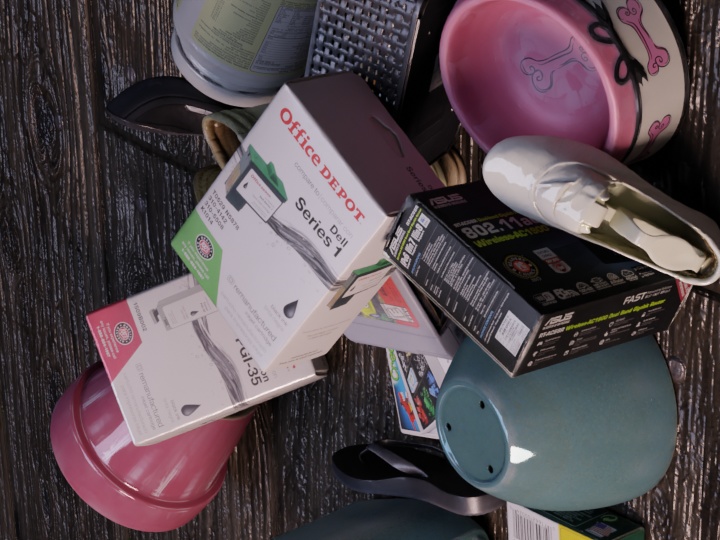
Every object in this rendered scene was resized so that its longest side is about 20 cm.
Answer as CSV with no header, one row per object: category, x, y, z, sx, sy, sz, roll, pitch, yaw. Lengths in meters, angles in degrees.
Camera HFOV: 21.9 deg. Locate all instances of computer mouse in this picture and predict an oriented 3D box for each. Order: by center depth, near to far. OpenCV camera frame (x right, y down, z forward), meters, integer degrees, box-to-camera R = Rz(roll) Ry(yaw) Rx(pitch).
computer mouse,-0.148,-0.165,1.767,0.140,0.200,0.046,-129,49,-60

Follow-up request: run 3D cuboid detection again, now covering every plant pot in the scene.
plant pot,0.141,0.114,1.533,0.200,0.135,0.200,28,126,47
plant pot,0.031,0.320,1.744,0.200,0.196,0.196,-20,88,47
plant pot,-0.206,0.155,2.010,0.179,0.200,0.200,-44,67,37

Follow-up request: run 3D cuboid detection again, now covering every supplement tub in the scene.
supplement tub,-0.085,-0.257,1.674,0.145,0.145,0.200,57,143,21

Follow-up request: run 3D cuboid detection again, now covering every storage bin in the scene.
storage bin,0.030,-0.180,1.533,0.094,0.135,0.200,27,127,20

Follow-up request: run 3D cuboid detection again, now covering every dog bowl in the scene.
dog bowl,0.145,-0.152,1.412,0.200,0.074,0.200,29,139,29

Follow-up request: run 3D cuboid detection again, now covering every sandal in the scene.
sandal,0.056,0.183,1.745,0.200,0.076,0.043,7,112,42

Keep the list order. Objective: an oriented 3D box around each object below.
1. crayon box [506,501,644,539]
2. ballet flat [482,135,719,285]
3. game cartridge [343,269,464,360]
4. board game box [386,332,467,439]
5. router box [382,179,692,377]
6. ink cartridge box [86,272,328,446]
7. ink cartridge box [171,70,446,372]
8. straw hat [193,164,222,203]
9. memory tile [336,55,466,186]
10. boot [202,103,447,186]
crayon box,0.188,0.298,1.624,0.127,0.051,0.200,21,121,49
ballet flat,0.186,-0.042,1.363,0.069,0.200,0.069,-57,18,30
game cartridge,0.000,0.000,1.606,0.133,0.041,0.200,13,147,41
board game box,0.072,0.055,1.687,0.126,0.035,0.200,4,108,50
router box,0.139,-0.006,1.416,0.150,0.200,0.062,43,126,30
ink cartridge box,-0.152,0.073,1.864,0.083,0.200,0.147,18,-130,-82
ink cartridge box,-0.043,-0.040,1.484,0.146,0.084,0.200,52,129,18
straw hat,-0.053,-0.059,1.716,0.085,0.201,0.201,-51,60,23
memory tile,0.017,-0.122,1.706,0.200,0.017,0.153,-17,91,56
boot,-0.031,-0.093,1.633,0.200,0.155,0.072,45,138,36
